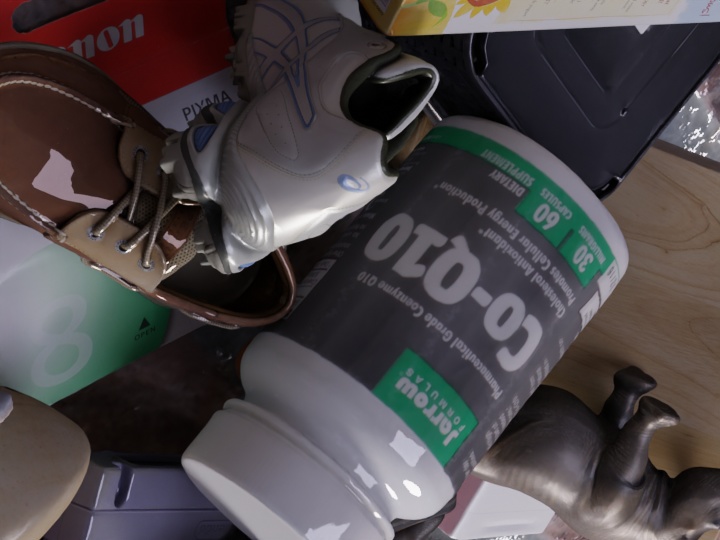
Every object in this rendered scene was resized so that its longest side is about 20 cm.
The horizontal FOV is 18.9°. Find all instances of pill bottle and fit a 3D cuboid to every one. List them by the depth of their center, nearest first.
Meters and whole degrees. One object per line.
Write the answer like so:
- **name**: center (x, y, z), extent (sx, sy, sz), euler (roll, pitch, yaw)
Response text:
- **pill bottle**: center (0.019, 0.038, 0.963), extent (0.200, 0.113, 0.113), euler (-51, 146, -16)

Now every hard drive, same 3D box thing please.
- **hard drive**: center (0.127, 0.071, 1.304), extent (0.200, 0.027, 0.132), euler (-59, 153, 12)

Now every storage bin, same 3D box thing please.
- **storage bin**: center (0.109, -0.148, 1.011), extent (0.200, 0.094, 0.135), euler (-51, 133, -10)

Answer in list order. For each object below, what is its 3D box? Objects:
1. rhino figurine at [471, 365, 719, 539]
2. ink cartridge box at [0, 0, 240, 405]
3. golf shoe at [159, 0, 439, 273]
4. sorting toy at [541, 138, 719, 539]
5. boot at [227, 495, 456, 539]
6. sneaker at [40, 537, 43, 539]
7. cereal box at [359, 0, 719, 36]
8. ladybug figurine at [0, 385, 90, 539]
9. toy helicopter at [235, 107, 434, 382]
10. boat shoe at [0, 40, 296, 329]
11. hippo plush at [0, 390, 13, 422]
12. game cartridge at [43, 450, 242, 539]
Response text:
- **rhino figurine**: center (0.124, 0.094, 1.099), extent (0.088, 0.200, 0.060), euler (-59, -175, 18)
- **ink cartridge box**: center (-0.108, -0.045, 0.939), extent (0.161, 0.050, 0.200), euler (-27, 141, -30)
- **golf shoe**: center (-0.008, -0.070, 0.888), extent (0.097, 0.200, 0.078), euler (-14, 120, 19)
- **sorting toy**: center (0.128, 0.017, 1.141), extent (0.070, 0.200, 0.199), euler (-53, 164, -67)
- **boot**: center (-0.029, 0.197, 1.043), extent (0.200, 0.069, 0.174), euler (-25, 121, -36)
- **sneaker**: center (-0.129, 0.177, 1.090), extent (0.200, 0.081, 0.084), euler (-6, 131, -46)
- **cereal box**: center (0.106, -0.161, 0.876), extent (0.200, 0.040, 0.144), euler (-7, 142, -38)
- **ladybug figurine**: center (-0.206, 0.109, 0.905), extent (0.200, 0.136, 0.072), euler (-32, 105, 14)
- **toy helicopter**: center (0.000, 0.000, 1.068), extent (0.132, 0.079, 0.200), euler (7, 101, -70)
- **boat shoe**: center (-0.091, -0.031, 0.879), extent (0.200, 0.072, 0.076), euler (30, 89, -51)
- **hippo plush**: center (-0.192, 0.024, 0.808), extent (0.159, 0.161, 0.200), euler (15, 110, -52)
- **game cartridge**: center (-0.085, 0.151, 1.031), extent (0.200, 0.038, 0.130), euler (10, 100, -57)
